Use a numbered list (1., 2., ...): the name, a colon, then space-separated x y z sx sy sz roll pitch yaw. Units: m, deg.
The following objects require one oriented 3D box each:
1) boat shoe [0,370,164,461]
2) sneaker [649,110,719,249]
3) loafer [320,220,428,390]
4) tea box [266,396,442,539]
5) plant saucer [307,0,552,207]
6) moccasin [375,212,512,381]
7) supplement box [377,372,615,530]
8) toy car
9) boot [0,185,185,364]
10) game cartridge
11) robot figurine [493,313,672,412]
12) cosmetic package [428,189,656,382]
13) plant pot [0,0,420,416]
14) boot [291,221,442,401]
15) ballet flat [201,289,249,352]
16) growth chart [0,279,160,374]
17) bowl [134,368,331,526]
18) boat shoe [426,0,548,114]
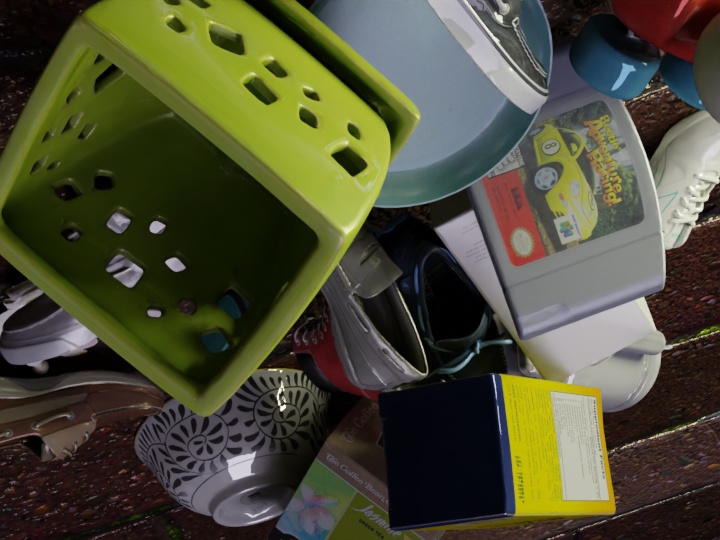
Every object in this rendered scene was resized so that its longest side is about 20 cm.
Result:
1. boat shoe: -0.264 0.128 1.306 0.198 0.072 0.076 -2 165 -22
2. sneaker: 0.270 -0.064 1.315 0.070 0.081 0.200 15 134 -42
3. loafer: 0.000 0.000 1.181 0.069 0.070 0.201 -6 117 36
4. tea box: 0.028 0.202 1.442 0.200 0.133 0.197 -45 167 -50
5. plant saucer: 0.035 -0.135 1.056 0.199 0.027 0.201 -10 128 -13
6. moccasin: 0.070 0.043 1.251 0.080 0.068 0.200 -43 129 -6
7. supplement box: 0.114 0.151 1.250 0.109 0.110 0.199 -13 165 32
8. toy car: 0.273 -0.150 1.028 0.176 0.201 0.185 3 135 -34
9. boot: -0.197 -0.010 1.135 0.199 0.074 0.096 -26 117 7
10. game cartridge: 0.146 -0.064 1.133 0.132 0.201 0.041 -20 180 -3
11. robot figurine: 0.210 0.078 1.477 0.199 0.114 0.169 7 168 -38
12. cosmetic package: 0.146 -0.013 1.246 0.107 0.085 0.200 -27 126 14
13. plant pot: -0.090 -0.067 0.952 0.200 0.199 0.182 -50 -178 40
14. boot: -0.025 0.034 1.315 0.072 0.144 0.201 -45 127 -32
15. ballet flat: -0.078 0.024 1.270 0.070 0.071 0.200 1 148 -32
16. growth chart: -0.207 0.022 1.237 0.199 0.018 0.145 -25 151 11
17. bowl: -0.112 0.186 1.485 0.199 0.095 0.201 -14 149 -8
18. boat shoe: 0.076 -0.184 0.978 0.068 0.072 0.200 -36 121 10
